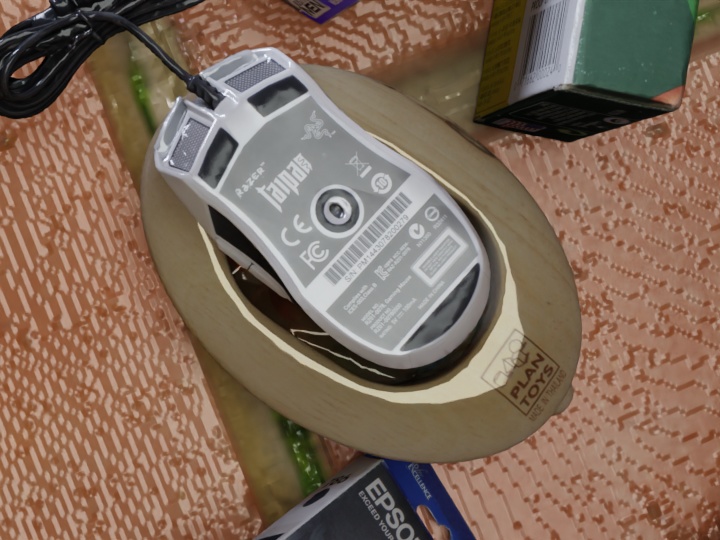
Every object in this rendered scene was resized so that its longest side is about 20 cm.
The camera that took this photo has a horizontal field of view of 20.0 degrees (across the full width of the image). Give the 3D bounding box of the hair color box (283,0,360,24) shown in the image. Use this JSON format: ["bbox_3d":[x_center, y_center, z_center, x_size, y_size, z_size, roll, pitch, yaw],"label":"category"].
[{"bbox_3d":[0.023,-0.203,0.818,0.065,0.109,0.200,34,82,-10],"label":"hair color box"}]

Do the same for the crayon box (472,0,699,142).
[{"bbox_3d":[0.101,-0.159,0.824,0.051,0.127,0.201,10,86,-12],"label":"crayon box"}]

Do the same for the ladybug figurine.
[{"bbox_3d":[0.000,0.000,0.824,0.200,0.072,0.136,38,81,-8],"label":"ladybug figurine"}]

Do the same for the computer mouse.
[{"bbox_3d":[-0.038,-0.039,0.762,0.200,0.044,0.110,45,75,-1],"label":"computer mouse"}]

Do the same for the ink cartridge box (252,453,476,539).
[{"bbox_3d":[-0.013,0.147,0.794,0.200,0.039,0.100,-37,97,-36],"label":"ink cartridge box"}]
